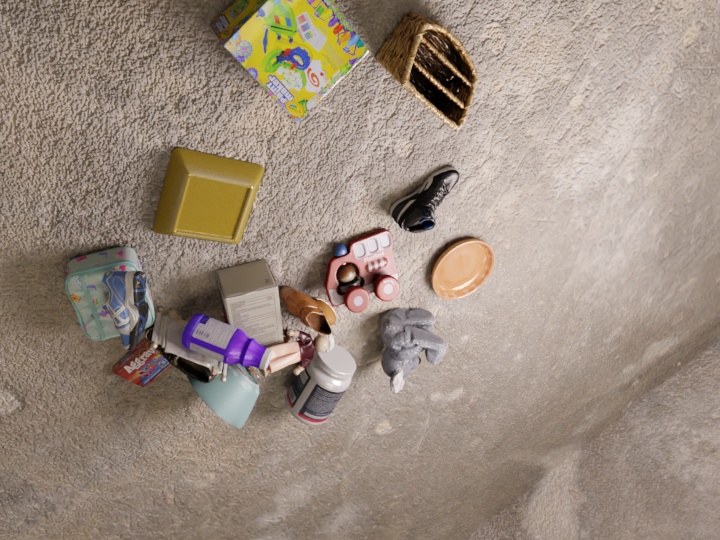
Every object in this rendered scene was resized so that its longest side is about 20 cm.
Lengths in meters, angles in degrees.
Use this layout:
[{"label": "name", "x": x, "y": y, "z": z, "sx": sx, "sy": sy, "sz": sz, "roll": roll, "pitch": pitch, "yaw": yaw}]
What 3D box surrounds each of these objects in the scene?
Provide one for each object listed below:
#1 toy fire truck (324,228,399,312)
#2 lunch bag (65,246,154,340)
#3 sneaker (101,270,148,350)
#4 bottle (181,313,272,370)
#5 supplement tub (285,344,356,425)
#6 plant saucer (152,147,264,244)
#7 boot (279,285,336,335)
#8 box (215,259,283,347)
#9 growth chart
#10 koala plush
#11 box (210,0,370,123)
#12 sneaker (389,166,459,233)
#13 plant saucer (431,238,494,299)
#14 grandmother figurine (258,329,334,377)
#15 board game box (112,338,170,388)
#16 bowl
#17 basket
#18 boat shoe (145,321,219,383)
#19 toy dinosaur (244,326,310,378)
[{"label": "toy fire truck", "x": 0.000, "y": 0.000, "z": 1.508, "sx": 0.197, "sy": 0.112, "sz": 0.171, "roll": -19, "pitch": 109, "yaw": -13}, {"label": "lunch bag", "x": -0.534, "y": 0.057, "z": 1.279, "sx": 0.158, "sy": 0.077, "sz": 0.203, "roll": -15, "pitch": 130, "yaw": -17}, {"label": "sneaker", "x": -0.483, "y": 0.078, "z": 1.233, "sx": 0.076, "sy": 0.076, "sz": 0.203, "roll": 9, "pitch": 123, "yaw": -5}, {"label": "bottle", "x": -0.295, "y": 0.165, "z": 1.339, "sx": 0.197, "sy": 0.084, "sz": 0.066, "roll": 21, "pitch": 130, "yaw": 1}, {"label": "supplement tub", "x": -0.111, "y": 0.315, "z": 1.663, "sx": 0.139, "sy": 0.141, "sz": 0.202, "roll": 14, "pitch": 119, "yaw": -35}, {"label": "plant saucer", "x": -0.314, "y": -0.139, "z": 1.258, "sx": 0.197, "sy": 0.049, "sz": 0.202, "roll": 6, "pitch": 122, "yaw": -32}, {"label": "boot", "x": -0.106, "y": 0.119, "z": 1.491, "sx": 0.199, "sy": 0.154, "sz": 0.074, "roll": 30, "pitch": 93, "yaw": -40}, {"label": "box", "x": -0.262, "y": 0.094, "z": 1.429, "sx": 0.126, "sy": 0.109, "sz": 0.203, "roll": -13, "pitch": 131, "yaw": -17}, {"label": "growth chart", "x": -0.385, "y": 0.163, "z": 1.373, "sx": 0.198, "sy": 0.146, "sz": 0.018, "roll": 29, "pitch": 119, "yaw": -19}, {"label": "koala plush", "x": 0.117, "y": 0.228, "z": 1.705, "sx": 0.181, "sy": 0.178, "sz": 0.202, "roll": 10, "pitch": 122, "yaw": -19}, {"label": "box", "x": -0.125, "y": -0.419, "z": 1.080, "sx": 0.192, "sy": 0.123, "sz": 0.200, "roll": -41, "pitch": 134, "yaw": 8}, {"label": "sneaker", "x": 0.176, "y": -0.159, "z": 1.452, "sx": 0.199, "sy": 0.112, "sz": 0.073, "roll": -35, "pitch": 135, "yaw": 3}, {"label": "plant saucer", "x": 0.283, "y": -0.007, "z": 1.682, "sx": 0.197, "sy": 0.038, "sz": 0.203, "roll": -14, "pitch": 130, "yaw": -17}, {"label": "grandmother figurine", "x": -0.152, "y": 0.199, "z": 1.462, "sx": 0.197, "sy": 0.060, "sz": 0.123, "roll": -17, "pitch": 126, "yaw": -28}, {"label": "board game box", "x": -0.494, "y": 0.201, "z": 1.457, "sx": 0.199, "sy": 0.020, "sz": 0.103, "roll": -41, "pitch": 132, "yaw": 7}, {"label": "bowl", "x": -0.328, "y": 0.284, "z": 1.501, "sx": 0.105, "sy": 0.201, "sz": 0.201, "roll": -43, "pitch": 134, "yaw": -5}, {"label": "basket", "x": 0.157, "y": -0.409, "z": 1.217, "sx": 0.199, "sy": 0.150, "sz": 0.143, "roll": 28, "pitch": 110, "yaw": -39}, {"label": "boat shoe", "x": -0.414, "y": 0.189, "z": 1.385, "sx": 0.198, "sy": 0.065, "sz": 0.074, "roll": 31, "pitch": 102, "yaw": -3}, {"label": "toy dinosaur", "x": -0.222, "y": 0.212, "z": 1.509, "sx": 0.196, "sy": 0.136, "sz": 0.087, "roll": -6, "pitch": 107, "yaw": 11}]
